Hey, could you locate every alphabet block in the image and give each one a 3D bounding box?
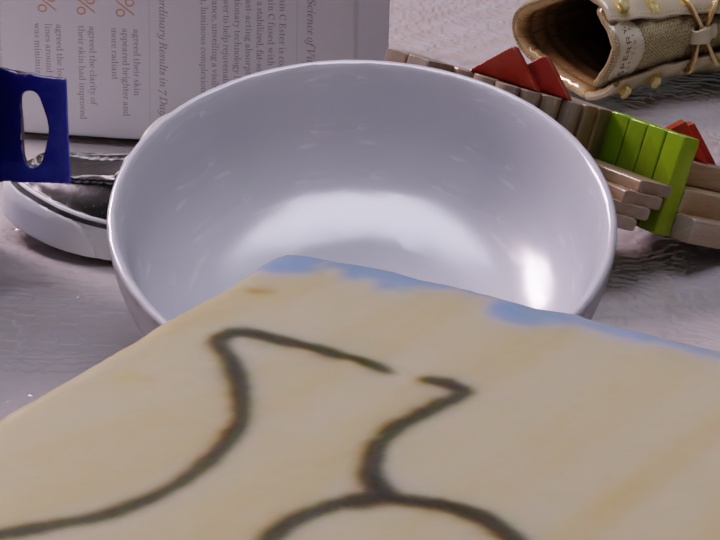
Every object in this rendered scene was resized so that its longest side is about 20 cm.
[{"bbox_3d":[0.006,0.131,0.509,0.195,0.197,0.200,12,25,30],"label":"alphabet block"}]

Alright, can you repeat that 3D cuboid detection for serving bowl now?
[{"bbox_3d":[0.000,0.000,0.971,0.200,0.066,0.200,1,42,-1],"label":"serving bowl"}]

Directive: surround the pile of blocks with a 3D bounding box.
[{"bbox_3d":[0.090,-0.061,1.087,0.200,0.062,0.082,13,9,-21],"label":"pile of blocks"}]

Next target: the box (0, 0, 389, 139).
[{"bbox_3d":[-0.089,-0.152,1.263,0.200,0.152,0.106,5,21,8],"label":"box"}]

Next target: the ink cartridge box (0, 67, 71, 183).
[{"bbox_3d":[-0.228,-0.060,1.047,0.200,0.137,0.076,-6,25,-16],"label":"ink cartridge box"}]

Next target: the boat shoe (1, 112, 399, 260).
[{"bbox_3d":[-0.071,-0.038,1.098,0.200,0.064,0.071,10,23,21],"label":"boat shoe"}]

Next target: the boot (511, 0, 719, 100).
[{"bbox_3d":[0.198,-0.129,1.323,0.155,0.073,0.200,-16,26,-38],"label":"boot"}]
